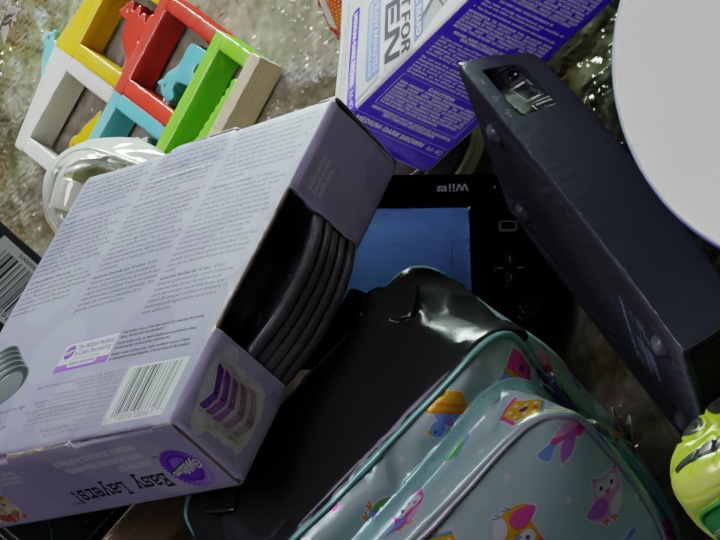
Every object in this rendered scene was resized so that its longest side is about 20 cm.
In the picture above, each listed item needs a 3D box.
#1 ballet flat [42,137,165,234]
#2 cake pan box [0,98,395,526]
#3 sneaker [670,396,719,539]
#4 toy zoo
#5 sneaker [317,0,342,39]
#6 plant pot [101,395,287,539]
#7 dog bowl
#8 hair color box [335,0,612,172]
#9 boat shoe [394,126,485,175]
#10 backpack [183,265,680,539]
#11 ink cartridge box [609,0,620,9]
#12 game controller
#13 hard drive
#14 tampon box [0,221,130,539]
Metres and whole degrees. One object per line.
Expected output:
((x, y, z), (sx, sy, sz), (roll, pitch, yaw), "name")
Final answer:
((-0.123, -0.034, 1.576), (0.200, 0.069, 0.070), (18, 87, 46), "ballet flat")
((-0.089, 0.021, 1.340), (0.200, 0.052, 0.185), (-16, 42, 46), "cake pan box")
((0.232, 0.066, 1.267), (0.200, 0.084, 0.074), (-25, 26, 18), "sneaker")
((-0.135, -0.101, 1.740), (0.200, 0.020, 0.131), (38, 102, 46), "toy zoo")
((0.021, -0.216, 1.594), (0.077, 0.073, 0.201), (5, 80, 36), "sneaker")
((-0.081, 0.157, 1.496), (0.093, 0.201, 0.201), (40, 108, 4), "plant pot")
((0.213, -0.091, 1.286), (0.199, 0.079, 0.201), (-3, 82, 23), "dog bowl")
((0.064, -0.149, 1.441), (0.200, 0.065, 0.110), (-41, 35, 43), "hair color box")
((-0.020, -0.042, 1.566), (0.200, 0.065, 0.073), (-31, 54, 34), "boat shoe")
((0.051, 0.122, 1.323), (0.176, 0.200, 0.153), (-48, 44, -3), "backpack")
((0.193, -0.208, 1.414), (0.116, 0.068, 0.201), (24, 92, 48), "ink cartridge box")
((0.000, 0.000, 1.467), (0.199, 0.042, 0.105), (-1, 69, 0), "game controller")
((0.119, -0.006, 1.365), (0.042, 0.135, 0.200), (-31, 53, -5), "hard drive")
((-0.193, 0.102, 1.505), (0.126, 0.150, 0.200), (-47, -4, -34), "tampon box")
